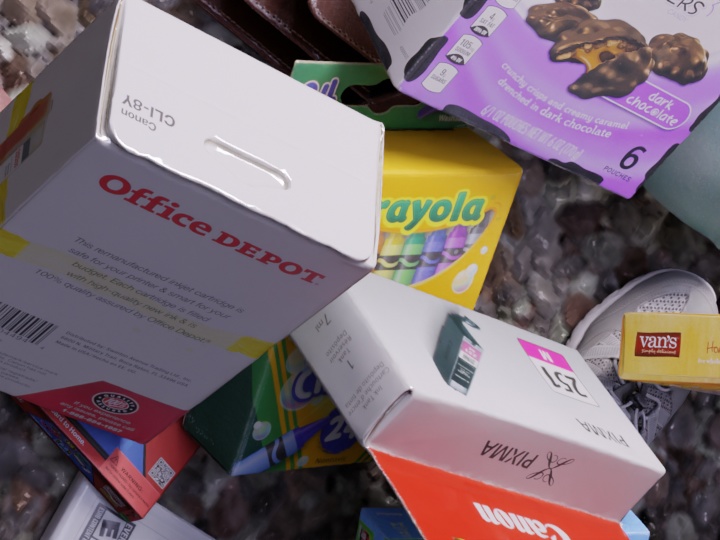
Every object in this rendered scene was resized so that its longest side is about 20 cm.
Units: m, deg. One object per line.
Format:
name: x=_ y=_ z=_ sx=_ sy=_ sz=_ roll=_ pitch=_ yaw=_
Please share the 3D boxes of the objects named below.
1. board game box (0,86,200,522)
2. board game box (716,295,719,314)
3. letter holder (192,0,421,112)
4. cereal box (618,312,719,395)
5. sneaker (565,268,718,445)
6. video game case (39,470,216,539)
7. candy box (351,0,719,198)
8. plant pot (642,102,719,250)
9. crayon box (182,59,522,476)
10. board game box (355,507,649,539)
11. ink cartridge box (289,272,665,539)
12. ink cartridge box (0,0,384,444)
board game box: x=-0.146 y=0.016 z=1.202 sx=0.200 sy=0.019 sz=0.103 roll=49 pitch=55 yaw=-15
board game box: x=0.282 y=-0.039 z=1.333 sx=0.119 sy=0.201 sz=0.032 roll=2 pitch=44 yaw=-25
letter holder: x=0.010 y=-0.201 z=1.254 sx=0.142 sy=0.100 sz=0.201 roll=37 pitch=73 yaw=-17
cereal box: x=0.246 y=0.051 z=1.287 sx=0.199 sy=0.143 sz=0.040 roll=12 pitch=81 yaw=-51
sneaker: x=0.135 y=0.082 z=1.307 sx=0.075 sy=0.082 sz=0.200 roll=45 pitch=71 yaw=-16
video game case: x=-0.111 y=0.228 z=1.220 sx=0.181 sy=0.023 sz=0.201 roll=34 pitch=73 yaw=-19
candy box: x=0.123 y=-0.148 z=1.141 sx=0.167 sy=0.072 sz=0.200 roll=21 pitch=121 yaw=-39
plant pot: x=0.192 y=-0.125 z=1.300 sx=0.134 sy=0.200 sz=0.201 roll=30 pitch=74 yaw=8
crayon box: x=0.000 y=0.000 z=1.197 sx=0.125 sy=0.052 sz=0.201 roll=-3 pitch=120 yaw=-40
board game box: x=0.054 y=0.215 z=1.245 sx=0.150 sy=0.037 sz=0.201 roll=1 pitch=114 yaw=-26
ink cartridge box: x=0.074 y=0.087 z=1.150 sx=0.199 sy=0.174 sz=0.044 roll=21 pitch=116 yaw=-45
ink cartridge box: x=-0.101 y=-0.017 z=1.098 sx=0.144 sy=0.200 sz=0.084 roll=25 pitch=51 yaw=-27
